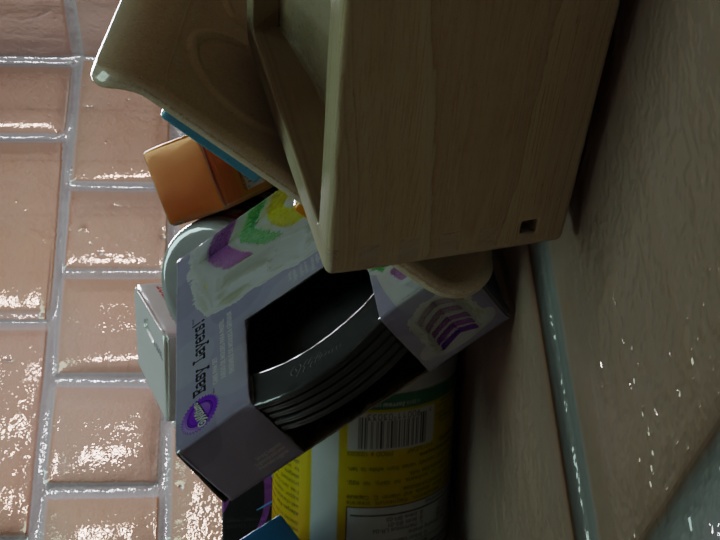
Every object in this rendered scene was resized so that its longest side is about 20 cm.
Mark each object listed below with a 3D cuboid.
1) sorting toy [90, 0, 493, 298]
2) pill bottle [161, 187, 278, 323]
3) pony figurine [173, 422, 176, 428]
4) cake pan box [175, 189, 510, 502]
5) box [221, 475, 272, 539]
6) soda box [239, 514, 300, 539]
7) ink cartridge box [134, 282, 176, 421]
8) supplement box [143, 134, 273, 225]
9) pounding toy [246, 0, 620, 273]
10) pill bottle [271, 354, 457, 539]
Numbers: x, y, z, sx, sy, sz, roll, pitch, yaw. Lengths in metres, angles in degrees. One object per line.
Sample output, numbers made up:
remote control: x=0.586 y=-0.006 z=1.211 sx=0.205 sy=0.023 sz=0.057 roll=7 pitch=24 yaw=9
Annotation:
sorting toy: x=-0.028 y=-0.081 z=0.635 sx=0.036 sy=0.200 sz=0.185 roll=-50 pitch=21 yaw=29
pill bottle: x=-0.065 y=-0.012 z=1.101 sx=0.200 sy=0.119 sz=0.120 roll=-35 pitch=-48 yaw=-57
pony figurine: x=-0.053 y=0.194 z=1.106 sx=0.167 sy=0.193 sz=0.200 roll=-56 pitch=-26 yaw=-2
cake pan box: x=-0.020 y=0.012 z=0.722 sx=0.052 sy=0.184 sz=0.200 roll=46 pitch=-162 yaw=-29
box: x=-0.036 y=0.153 z=1.002 sx=0.036 sy=0.142 sz=0.201 roll=87 pitch=178 yaw=-53
soda box: x=-0.013 y=0.237 z=0.709 sx=0.200 sy=0.064 sz=0.068 roll=47 pitch=151 yaw=27
ink cartridge box: x=-0.096 y=0.065 z=1.189 sx=0.146 sy=0.199 sz=0.085 roll=-138 pitch=47 yaw=-64
supplement box: x=-0.083 y=-0.100 z=1.067 sx=0.200 sy=0.066 sz=0.069 roll=-29 pitch=-79 yaw=-53
pounding toy: x=0.034 y=-0.141 z=0.517 sx=0.184 sy=0.142 sz=0.200 roll=95 pitch=161 yaw=-46
pill bottle: x=0.001 y=0.133 z=0.807 sx=0.113 sy=0.112 sz=0.201 roll=-109 pitch=19 yaw=-72
